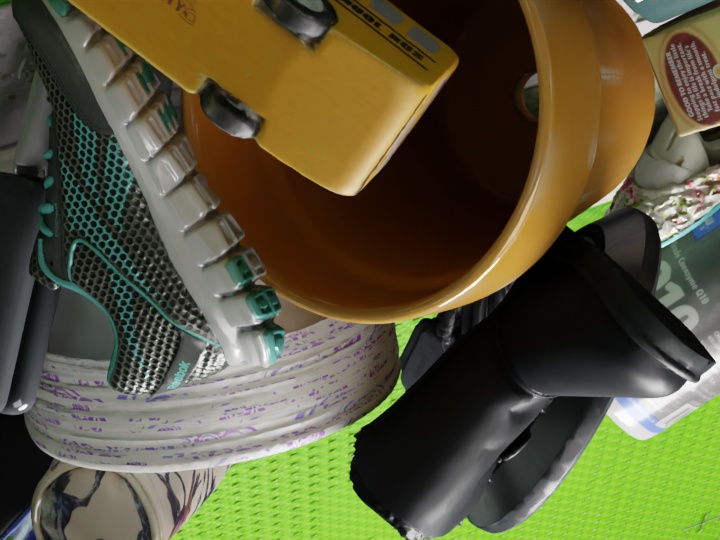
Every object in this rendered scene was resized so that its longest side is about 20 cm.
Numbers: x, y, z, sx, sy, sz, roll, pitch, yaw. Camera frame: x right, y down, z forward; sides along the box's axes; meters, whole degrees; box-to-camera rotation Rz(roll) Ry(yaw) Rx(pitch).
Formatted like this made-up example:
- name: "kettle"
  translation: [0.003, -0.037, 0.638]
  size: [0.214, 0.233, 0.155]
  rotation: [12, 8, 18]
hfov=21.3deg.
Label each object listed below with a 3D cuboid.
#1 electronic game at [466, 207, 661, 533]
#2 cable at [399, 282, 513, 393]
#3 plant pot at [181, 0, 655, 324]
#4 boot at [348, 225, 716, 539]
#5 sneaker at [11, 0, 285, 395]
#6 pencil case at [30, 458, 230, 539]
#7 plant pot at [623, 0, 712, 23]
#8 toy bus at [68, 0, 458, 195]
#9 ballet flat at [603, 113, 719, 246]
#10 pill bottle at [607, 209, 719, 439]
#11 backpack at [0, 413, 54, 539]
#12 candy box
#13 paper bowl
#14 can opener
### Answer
- name: "electronic game"
  translation: [0.111, 0.055, 1.078]
  size: [0.042, 0.200, 0.200]
  rotation: [27, 132, -9]
- name: "cable"
  translation: [0.086, -0.010, 1.113]
  size: [0.163, 0.051, 0.200]
  rotation: [-55, 171, -31]
- name: "plant pot"
  translation: [0.047, -0.084, 0.925]
  size: [0.200, 0.200, 0.183]
  rotation: [-44, 161, 30]
- name: "boot"
  translation: [0.074, 0.066, 0.915]
  size: [0.168, 0.076, 0.200]
  rotation: [-48, -169, 3]
- name: "sneaker"
  translation: [-0.115, -0.031, 0.850]
  size: [0.091, 0.200, 0.078]
  rotation: [-27, -177, 8]
- name: "pencil case"
  translation: [-0.111, 0.105, 1.065]
  size: [0.200, 0.078, 0.090]
  rotation: [-48, 146, -64]
- name: "plant pot"
  translation: [0.176, -0.213, 0.808]
  size: [0.196, 0.201, 0.200]
  rotation: [-28, 151, 20]
- name: "toy bus"
  translation: [-0.061, -0.118, 0.795]
  size: [0.065, 0.200, 0.078]
  rotation: [-54, 178, 29]
- name: "ballet flat"
  translation: [0.224, -0.082, 1.179]
  size: [0.200, 0.076, 0.064]
  rotation: [-32, 119, 3]
- name: "pill bottle"
  translation: [0.240, 0.016, 1.282]
  size: [0.200, 0.114, 0.114]
  rotation: [-36, 149, 18]
- name: "backpack"
  translation: [-0.241, 0.176, 1.103]
  size: [0.200, 0.147, 0.183]
  rotation: [-49, -179, 44]
- name: "candy box"
  translation: [0.241, -0.123, 0.860]
  size: [0.200, 0.055, 0.115]
  rotation: [-15, -170, 43]
- name: "paper bowl"
  translation: [-0.083, 0.020, 0.997]
  size: [0.200, 0.201, 0.105]
  rotation: [-13, 109, -19]
- name: "can opener"
  translation: [-0.145, -0.026, 0.899]
  size: [0.053, 0.066, 0.200]
  rotation: [7, 102, -67]
